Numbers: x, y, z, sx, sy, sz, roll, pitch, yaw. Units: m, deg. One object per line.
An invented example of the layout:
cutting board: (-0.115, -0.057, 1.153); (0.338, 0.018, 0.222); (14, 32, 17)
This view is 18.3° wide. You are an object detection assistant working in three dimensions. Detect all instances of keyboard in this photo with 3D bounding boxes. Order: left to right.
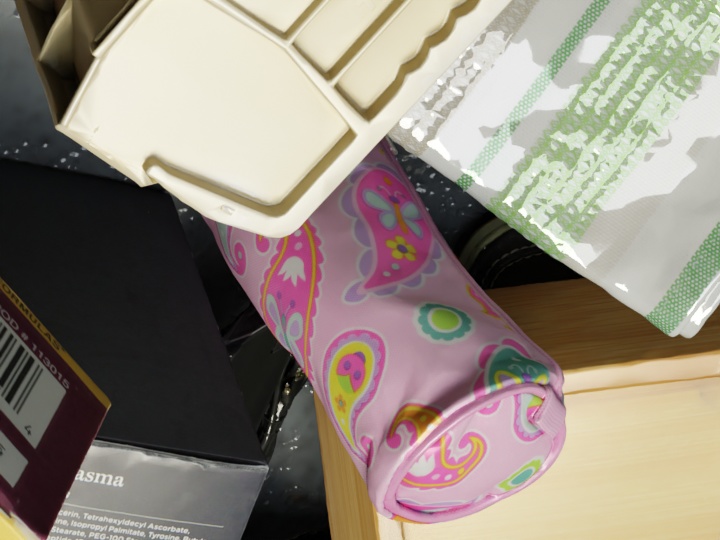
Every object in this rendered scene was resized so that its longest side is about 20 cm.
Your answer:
keyboard: (-0.067, 0.091, 0.940); (0.021, 0.127, 0.200); (32, 115, 14)

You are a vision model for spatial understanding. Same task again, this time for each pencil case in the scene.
pencil case: (0.000, 0.000, 0.842); (0.087, 0.200, 0.087); (-22, 146, -16)

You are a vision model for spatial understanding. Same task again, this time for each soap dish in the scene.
soap dish: (0.085, 0.084, 0.921); (0.200, 0.081, 0.158); (-7, 112, -1)

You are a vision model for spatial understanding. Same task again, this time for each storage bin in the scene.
storage bin: (-0.023, -0.139, 0.743); (0.094, 0.200, 0.199); (35, 105, -31)

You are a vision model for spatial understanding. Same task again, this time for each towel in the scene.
towel: (0.085, -0.086, 0.822); (0.200, 0.031, 0.149); (35, 95, -9)

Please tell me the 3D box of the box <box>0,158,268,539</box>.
box: (-0.128, 0.084, 0.847); (0.104, 0.200, 0.182); (10, 118, -22)

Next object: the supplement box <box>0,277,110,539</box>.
supplement box: (-0.197, 0.066, 0.672); (0.200, 0.103, 0.131); (-37, 104, 18)

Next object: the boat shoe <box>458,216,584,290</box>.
boat shoe: (0.141, 0.010, 0.973); (0.200, 0.065, 0.073); (0, 121, -18)

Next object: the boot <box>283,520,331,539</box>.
boot: (-0.078, 0.196, 0.959); (0.069, 0.200, 0.174); (38, 112, -2)
